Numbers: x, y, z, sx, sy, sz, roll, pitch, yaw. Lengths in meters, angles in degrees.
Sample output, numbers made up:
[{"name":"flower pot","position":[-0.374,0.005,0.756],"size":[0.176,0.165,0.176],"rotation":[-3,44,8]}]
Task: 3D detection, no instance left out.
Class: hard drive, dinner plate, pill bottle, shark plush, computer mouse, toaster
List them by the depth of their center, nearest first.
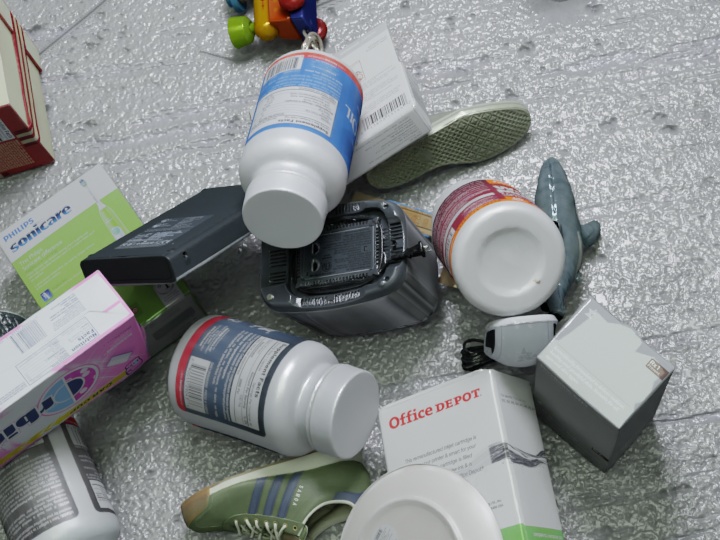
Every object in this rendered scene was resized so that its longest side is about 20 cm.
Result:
[{"name":"dinner plate","position":[0.050,0.284,1.297],"size":[0.199,0.024,0.202],"rotation":[-12,71,37]},{"name":"pill bottle","position":[0.129,-0.031,1.351],"size":[0.109,0.200,0.111],"rotation":[-1,104,-5]},{"name":"computer mouse","position":[0.155,0.077,1.357],"size":[0.109,0.200,0.044],"rotation":[-5,82,3]},{"name":"pill bottle","position":[-0.063,-0.122,1.390],"size":[0.111,0.113,0.201],"rotation":[2,48,10]},{"name":"pill bottle","position":[-0.086,0.123,1.393],"size":[0.199,0.120,0.120],"rotation":[14,71,31]},{"name":"pill bottle","position":[-0.316,0.249,1.412],"size":[0.110,0.111,0.201],"rotation":[-28,67,-2]},{"name":"shark plush","position":[0.192,-0.025,1.419],"size":[0.090,0.084,0.201],"rotation":[8,45,17]},{"name":"hard drive","position":[-0.175,-0.041,1.422],"size":[0.139,0.033,0.200],"rotation":[-3,23,40]},{"name":"toaster","position":[0.000,0.000,1.431],"size":[0.198,0.129,0.115],"rotation":[-11,67,22]}]

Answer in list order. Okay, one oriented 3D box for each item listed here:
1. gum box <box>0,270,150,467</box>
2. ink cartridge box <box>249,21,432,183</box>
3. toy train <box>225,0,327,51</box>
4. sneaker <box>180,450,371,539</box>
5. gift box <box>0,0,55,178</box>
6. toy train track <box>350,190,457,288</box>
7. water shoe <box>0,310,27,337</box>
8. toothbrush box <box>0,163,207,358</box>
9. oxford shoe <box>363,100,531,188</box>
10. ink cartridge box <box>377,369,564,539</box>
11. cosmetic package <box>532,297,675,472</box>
[{"name":"gum box","position":[-0.306,0.096,1.361],"size":[0.199,0.114,0.066],"rotation":[-37,69,-16]},{"name":"ink cartridge box","position":[-0.027,-0.169,1.534],"size":[0.199,0.045,0.177],"rotation":[-31,39,15]},{"name":"toy train","position":[-0.104,-0.286,1.596],"size":[0.115,0.085,0.202],"rotation":[-13,60,16]},{"name":"sneaker","position":[-0.081,0.249,1.395],"size":[0.199,0.067,0.090],"rotation":[-18,62,-1]},{"name":"gift box","position":[-0.481,-0.216,1.583],"size":[0.198,0.185,0.188],"rotation":[-13,69,-2]},{"name":"toy train track","position":[0.081,-0.045,1.506],"size":[0.199,0.033,0.116],"rotation":[19,80,22]},{"name":"water shoe","position":[-0.457,0.102,1.518],"size":[0.199,0.079,0.072],"rotation":[-18,68,-26]},{"name":"toothbrush box","position":[-0.287,0.007,1.515],"size":[0.145,0.086,0.200],"rotation":[-36,69,-6]},{"name":"oxford shoe","position":[0.092,-0.151,1.525],"size":[0.198,0.076,0.058],"rotation":[-19,40,1]},{"name":"ink cartridge box","position":[0.108,0.216,1.339],"size":[0.145,0.084,0.202],"rotation":[-24,64,31]},{"name":"cosmetic package","position":[0.231,0.115,1.322],"size":[0.107,0.200,0.090],"rotation":[41,81,19]}]
